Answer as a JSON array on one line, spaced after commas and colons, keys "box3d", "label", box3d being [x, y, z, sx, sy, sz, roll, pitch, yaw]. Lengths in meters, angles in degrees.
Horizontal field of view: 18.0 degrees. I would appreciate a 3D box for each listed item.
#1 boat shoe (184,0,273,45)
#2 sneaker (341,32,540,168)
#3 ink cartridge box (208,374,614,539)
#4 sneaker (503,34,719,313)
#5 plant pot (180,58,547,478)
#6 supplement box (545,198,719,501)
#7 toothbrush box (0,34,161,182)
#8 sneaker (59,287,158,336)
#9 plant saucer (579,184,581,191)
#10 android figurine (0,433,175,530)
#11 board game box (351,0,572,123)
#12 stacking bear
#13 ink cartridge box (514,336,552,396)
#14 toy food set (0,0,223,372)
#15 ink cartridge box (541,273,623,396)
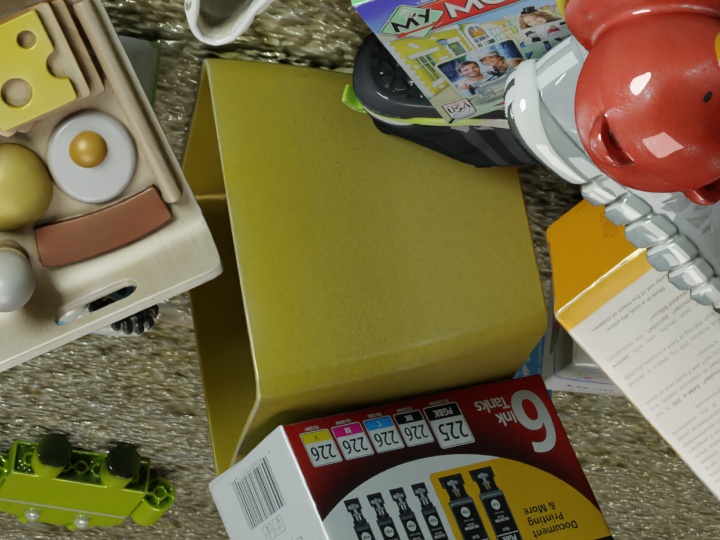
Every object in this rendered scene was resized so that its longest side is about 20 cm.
[{"box3d": [-0.045, -0.165, 1.052, 0.071, 0.069, 0.200, 9, 157, -8], "label": "boat shoe"}, {"box3d": [0.090, -0.091, 1.223, 0.199, 0.072, 0.083, 12, 160, 7], "label": "sneaker"}, {"box3d": [0.043, 0.165, 1.265, 0.200, 0.176, 0.084, -9, 158, -41], "label": "ink cartridge box"}, {"box3d": [0.176, -0.059, 1.112, 0.200, 0.075, 0.115, 35, 125, -23], "label": "sneaker"}, {"box3d": [0.000, 0.000, 1.313, 0.176, 0.200, 0.200, -6, 160, -12], "label": "plant pot"}, {"box3d": [0.191, 0.050, 1.245, 0.073, 0.126, 0.200, -38, 105, 16], "label": "supplement box"}, {"box3d": [-0.205, -0.066, 1.308, 0.145, 0.086, 0.200, 10, 159, -13], "label": "toothbrush box"}, {"box3d": [-0.232, 0.007, 1.506, 0.200, 0.079, 0.090, 24, 154, -39], "label": "sneaker"}, {"box3d": [0.225, -0.064, 1.297, 0.200, 0.036, 0.200, 3, 158, 1], "label": "plant saucer"}, {"box3d": [-0.260, 0.194, 2.022, 0.182, 0.041, 0.200, 11, 155, -16], "label": "android figurine"}, {"box3d": [0.110, -0.138, 1.093, 0.200, 0.029, 0.135, -17, 153, 17], "label": "board game box"}, {"box3d": [0.129, -0.128, 0.937, 0.114, 0.200, 0.121, -16, 150, 41], "label": "stacking bear"}, {"box3d": [0.021, 0.054, 1.584, 0.200, 0.068, 0.115, 15, 156, -25], "label": "ink cartridge box"}, {"box3d": [-0.176, -0.058, 1.175, 0.143, 0.060, 0.200, -24, 113, 1], "label": "toy food set"}, {"box3d": [0.195, 0.034, 1.420, 0.144, 0.085, 0.200, 6, 174, 0], "label": "ink cartridge box"}]
